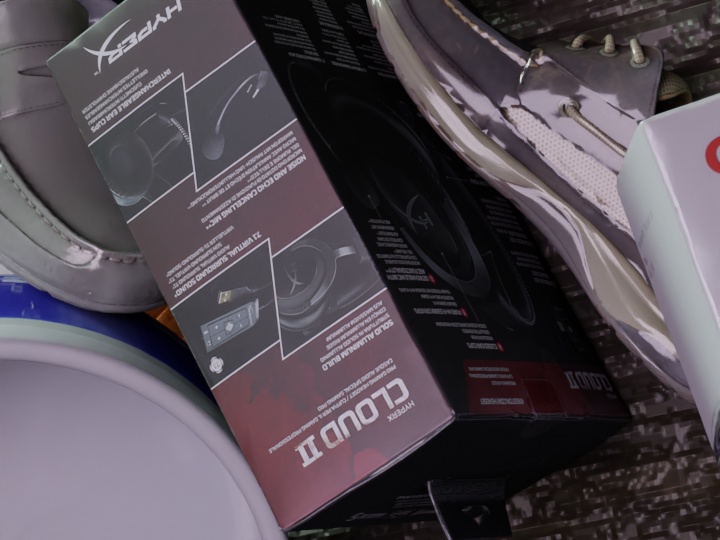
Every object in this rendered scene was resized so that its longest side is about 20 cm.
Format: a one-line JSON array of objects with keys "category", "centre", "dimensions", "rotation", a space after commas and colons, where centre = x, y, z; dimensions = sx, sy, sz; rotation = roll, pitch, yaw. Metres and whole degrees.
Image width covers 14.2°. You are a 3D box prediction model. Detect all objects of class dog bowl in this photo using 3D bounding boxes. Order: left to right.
[{"category": "dog bowl", "centre": [-0.123, 0.106, 0.989], "dimensions": [0.199, 0.079, 0.201], "rotation": [-2, 107, -6]}]

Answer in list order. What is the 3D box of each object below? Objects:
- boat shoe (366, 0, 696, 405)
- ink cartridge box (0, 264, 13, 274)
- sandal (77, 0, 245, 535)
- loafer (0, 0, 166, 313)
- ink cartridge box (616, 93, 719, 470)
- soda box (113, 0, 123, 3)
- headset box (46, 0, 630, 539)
[{"category": "boat shoe", "centre": [0.083, -0.043, 0.984], "dimensions": [0.073, 0.074, 0.200], "rotation": [-43, 78, 11]}, {"category": "ink cartridge box", "centre": [-0.219, 0.048, 1.069], "dimensions": [0.116, 0.068, 0.200], "rotation": [41, 114, 8]}, {"category": "sandal", "centre": [-0.076, -0.003, 1.074], "dimensions": [0.079, 0.059, 0.208], "rotation": [-17, 78, 8]}, {"category": "loafer", "centre": [-0.121, -0.064, 1.009], "dimensions": [0.200, 0.070, 0.070], "rotation": [49, 129, 32]}, {"category": "ink cartridge box", "centre": [0.180, 0.032, 0.882], "dimensions": [0.146, 0.086, 0.201], "rotation": [-19, 79, -2]}, {"category": "soda box", "centre": [-0.111, -0.204, 1.095], "dimensions": [0.068, 0.064, 0.201], "rotation": [-12, 83, 29]}, {"category": "headset box", "centre": [0.000, 0.000, 0.977], "dimensions": [0.077, 0.149, 0.201], "rotation": [-33, 74, 22]}]
